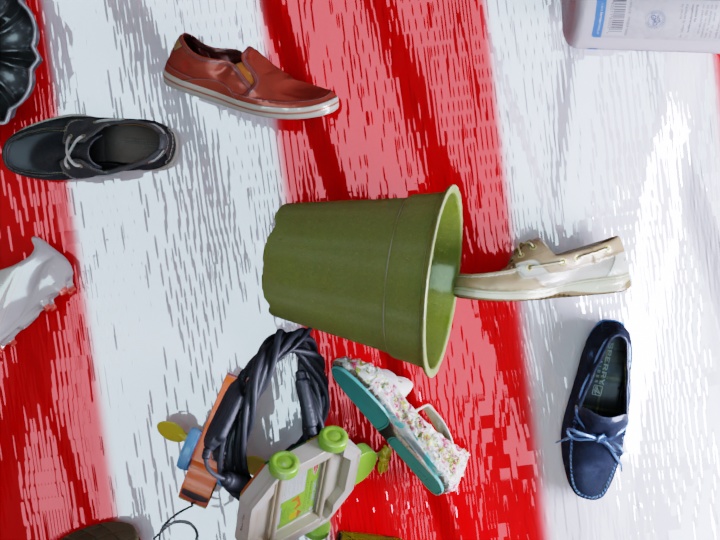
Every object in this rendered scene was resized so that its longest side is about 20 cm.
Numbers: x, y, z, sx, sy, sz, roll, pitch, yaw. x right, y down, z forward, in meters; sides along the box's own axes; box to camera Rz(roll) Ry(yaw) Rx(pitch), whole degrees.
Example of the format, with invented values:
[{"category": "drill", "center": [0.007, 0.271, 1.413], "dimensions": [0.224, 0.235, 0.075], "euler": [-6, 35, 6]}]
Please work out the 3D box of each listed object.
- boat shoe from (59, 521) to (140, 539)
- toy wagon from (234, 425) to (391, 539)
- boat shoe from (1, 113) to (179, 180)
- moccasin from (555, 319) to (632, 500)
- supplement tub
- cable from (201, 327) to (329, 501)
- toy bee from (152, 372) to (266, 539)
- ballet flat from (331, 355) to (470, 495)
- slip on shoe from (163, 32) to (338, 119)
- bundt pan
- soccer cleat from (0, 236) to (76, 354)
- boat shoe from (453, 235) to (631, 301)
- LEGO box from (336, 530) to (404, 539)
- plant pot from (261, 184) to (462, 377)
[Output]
[{"category": "boat shoe", "center": [-0.335, 0.356, 1.406], "dimensions": [0.198, 0.072, 0.068], "euler": [-29, 127, -4]}, {"category": "toy wagon", "center": [-0.050, 0.237, 1.352], "dimensions": [0.039, 0.198, 0.157], "euler": [39, 136, 32]}, {"category": "boat shoe", "center": [-0.303, -0.137, 1.358], "dimensions": [0.196, 0.068, 0.073], "euler": [-3, 96, 4]}, {"category": "moccasin", "center": [0.259, 0.156, 1.362], "dimensions": [0.079, 0.068, 0.204], "euler": [3, 95, 2]}, {"category": "supplement tub", "center": [0.316, -0.296, 1.292], "dimensions": [0.196, 0.132, 0.134], "euler": [2, 95, 1]}, {"category": "cable", "center": [-0.085, 0.157, 1.337], "dimensions": [0.050, 0.163, 0.202], "euler": [10, 68, 41]}, {"category": "toy bee", "center": [-0.179, 0.216, 1.377], "dimensions": [0.131, 0.109, 0.200], "euler": [42, 70, 6]}, {"category": "ballet flat", "center": [0.047, 0.162, 1.380], "dimensions": [0.064, 0.075, 0.201], "euler": [-43, 98, -26]}, {"category": "slip on shoe", "center": [-0.118, -0.209, 1.340], "dimensions": [0.197, 0.074, 0.062], "euler": [17, 114, 5]}, {"category": "bundt pan", "center": [-0.438, -0.241, 1.347], "dimensions": [0.198, 0.076, 0.206], "euler": [0, 94, 2]}, {"category": "soccer cleat", "center": [-0.408, 0.048, 1.380], "dimensions": [0.200, 0.069, 0.078], "euler": [-42, 88, -2]}, {"category": "boat shoe", "center": [0.197, -0.003, 1.354], "dimensions": [0.196, 0.074, 0.068], "euler": [-5, 92, -8]}, {"category": "LEGO box", "center": [0.012, 0.361, 1.307], "dimensions": [0.076, 0.200, 0.152], "euler": [8, 81, -6]}, {"category": "plant pot", "center": [0.000, 0.000, 1.315], "dimensions": [0.187, 0.200, 0.204], "euler": [7, 95, 14]}]
